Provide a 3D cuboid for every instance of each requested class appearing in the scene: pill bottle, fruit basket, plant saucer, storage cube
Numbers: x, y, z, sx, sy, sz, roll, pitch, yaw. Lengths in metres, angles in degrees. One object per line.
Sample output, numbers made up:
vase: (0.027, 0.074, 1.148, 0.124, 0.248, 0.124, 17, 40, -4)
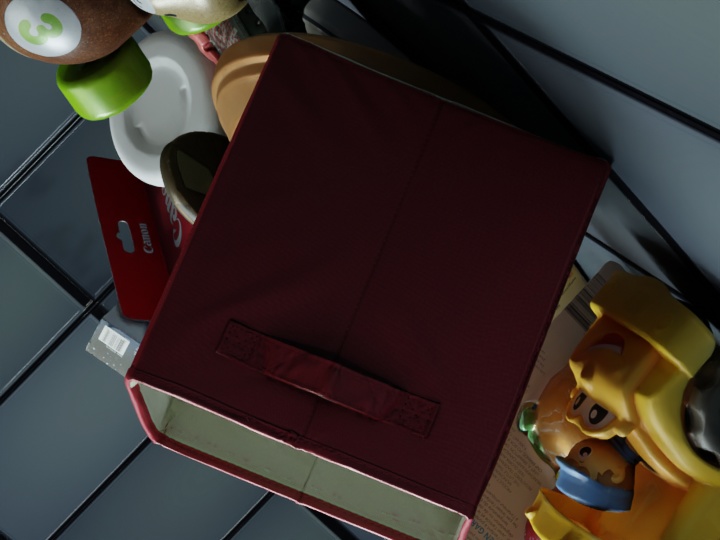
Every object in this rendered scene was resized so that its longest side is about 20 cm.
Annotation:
pill bottle: (-0.075, -0.108, 1.508, 0.200, 0.111, 0.111, 4, -148, -50)
fruit basket: (0.141, 0.127, 1.207, 0.185, 0.200, 0.094, 44, 177, -6)
plant saucer: (0.007, -0.060, 1.149, 0.200, 0.037, 0.200, 20, 159, 8)
storage cube: (0.003, 0.020, 1.018, 0.171, 0.180, 0.200, 22, 167, 5)

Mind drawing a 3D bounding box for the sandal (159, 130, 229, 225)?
sandal: (-0.079, -0.040, 1.430, 0.200, 0.055, 0.082, 11, -121, -62)

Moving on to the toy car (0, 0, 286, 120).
toy car: (-0.115, -0.173, 1.181, 0.200, 0.158, 0.164, 24, 153, 51)

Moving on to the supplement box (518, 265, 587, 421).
supplement box: (0.080, 0.023, 1.396, 0.074, 0.126, 0.200, 43, 179, 32)

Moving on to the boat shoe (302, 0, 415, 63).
boat shoe: (0.023, -0.080, 1.235, 0.200, 0.066, 0.072, 45, 178, -38)

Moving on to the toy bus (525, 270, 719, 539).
toy bus: (0.155, 0.128, 1.078, 0.200, 0.192, 0.136, 46, 179, -20)

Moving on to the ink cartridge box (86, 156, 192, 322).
ink cartridge box: (-0.105, -0.049, 1.604, 0.175, 0.084, 0.200, 4, -141, -22)

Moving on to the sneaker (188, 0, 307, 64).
sneaker: (-0.062, -0.154, 1.378, 0.098, 0.071, 0.201, -29, 84, 46)

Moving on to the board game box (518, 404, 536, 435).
board game box: (0.092, 0.127, 1.529, 0.200, 0.056, 0.196, 3, -151, -41)

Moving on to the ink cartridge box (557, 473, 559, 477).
ink cartridge box: (0.174, 0.165, 1.333, 0.147, 0.200, 0.146, 43, 178, 20)

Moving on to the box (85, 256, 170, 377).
box: (-0.088, 0.072, 1.581, 0.200, 0.038, 0.137, 34, -145, 5)
